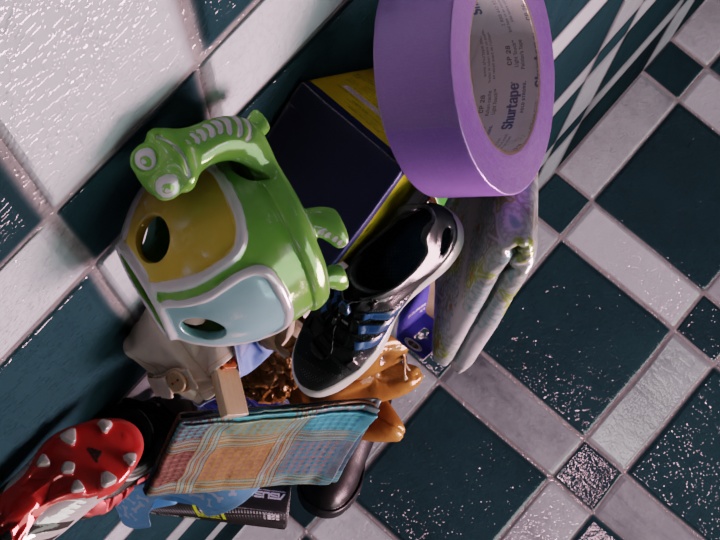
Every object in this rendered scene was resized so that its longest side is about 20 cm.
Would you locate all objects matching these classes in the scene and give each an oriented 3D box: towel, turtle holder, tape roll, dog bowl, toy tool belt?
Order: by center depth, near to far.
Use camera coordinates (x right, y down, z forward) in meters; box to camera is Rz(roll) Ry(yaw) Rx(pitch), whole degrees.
[{"bbox_3d":[-0.089,-0.021,0.868,0.132,0.141,0.186,-30,177,-12],"label":"turtle holder"},{"bbox_3d":[0.085,-0.157,1.012,0.200,0.066,0.201,-2,92,-60],"label":"tape roll"},{"bbox_3d":[-0.108,0.057,1.147,0.125,0.123,0.200,-49,173,28],"label":"toy tool belt"},{"bbox_3d":[0.111,-0.028,1.151,0.200,0.048,0.171,113,-16,-49],"label":"towel"},{"bbox_3d":[-0.093,0.170,1.226,0.200,0.022,0.147,-1,143,-26],"label":"towel"},{"bbox_3d":[-0.182,0.202,1.347,0.200,0.050,0.112,-15,-147,29],"label":"dog bowl"}]

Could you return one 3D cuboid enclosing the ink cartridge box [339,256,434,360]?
[{"bbox_3d":[0.000,0.000,1.204,0.037,0.200,0.095,-54,172,22],"label":"ink cartridge box"}]

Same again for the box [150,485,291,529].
[{"bbox_3d":[-0.178,0.264,1.523,0.200,0.193,0.048,105,-6,-73],"label":"box"}]

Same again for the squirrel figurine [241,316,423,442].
[{"bbox_3d":[-0.037,0.082,1.269,0.187,0.200,0.142,106,-12,-76],"label":"squirrel figurine"}]

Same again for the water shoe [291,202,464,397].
[{"bbox_3d":[-0.001,0.019,1.068,0.200,0.072,0.079,-51,155,12],"label":"water shoe"}]

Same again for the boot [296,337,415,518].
[{"bbox_3d":[-0.005,0.156,1.445,0.198,0.073,0.163,-59,168,-45],"label":"boot"}]

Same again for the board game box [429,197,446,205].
[{"bbox_3d":[0.109,-0.140,1.377,0.200,0.030,0.096,-57,139,-30],"label":"board game box"}]

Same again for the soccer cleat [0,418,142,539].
[{"bbox_3d":[-0.270,0.195,1.097,0.200,0.069,0.085,-40,177,-33],"label":"soccer cleat"}]

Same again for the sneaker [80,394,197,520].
[{"bbox_3d":[-0.211,0.160,1.255,0.098,0.071,0.200,-52,170,33],"label":"sneaker"}]

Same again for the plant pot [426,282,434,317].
[{"bbox_3d":[0.063,-0.033,1.468,0.200,0.200,0.173,-53,161,23],"label":"plant pot"}]

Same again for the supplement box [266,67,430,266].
[{"bbox_3d":[0.000,-0.094,1.101,0.109,0.109,0.200,-53,170,23],"label":"supplement box"}]

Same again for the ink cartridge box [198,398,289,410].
[{"bbox_3d":[-0.113,0.147,1.481,0.076,0.136,0.200,-57,169,27],"label":"ink cartridge box"}]

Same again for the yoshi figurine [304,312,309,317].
[{"bbox_3d":[-0.050,0.025,1.425,0.112,0.112,0.200,-65,170,-2],"label":"yoshi figurine"}]
